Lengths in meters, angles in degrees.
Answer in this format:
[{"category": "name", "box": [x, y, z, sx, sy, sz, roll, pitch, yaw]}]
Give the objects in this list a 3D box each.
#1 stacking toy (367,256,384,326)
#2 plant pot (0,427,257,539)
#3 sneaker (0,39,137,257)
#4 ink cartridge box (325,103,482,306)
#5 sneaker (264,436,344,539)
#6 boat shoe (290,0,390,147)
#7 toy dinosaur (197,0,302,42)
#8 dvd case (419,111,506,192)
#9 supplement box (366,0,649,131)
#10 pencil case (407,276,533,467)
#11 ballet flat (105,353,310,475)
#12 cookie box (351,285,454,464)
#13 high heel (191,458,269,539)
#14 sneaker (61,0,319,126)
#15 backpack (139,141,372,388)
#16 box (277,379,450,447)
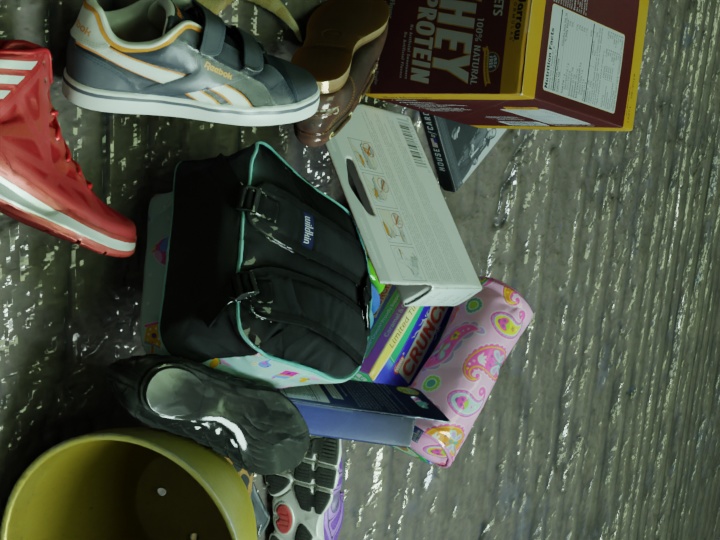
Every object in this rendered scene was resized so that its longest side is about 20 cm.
[{"category": "stacking toy", "box": [0.000, 0.000, 1.088, 0.201, 0.085, 0.086, -61, 143, -25]}, {"category": "plant pot", "box": [-0.163, 0.209, 0.870, 0.142, 0.198, 0.202, -29, 129, -74]}, {"category": "sneaker", "box": [-0.214, -0.088, 0.758, 0.200, 0.078, 0.116, 32, 78, -55]}, {"category": "ink cartridge box", "box": [0.021, -0.063, 1.021, 0.173, 0.043, 0.201, 3, 61, -52]}, {"category": "sneaker", "box": [-0.051, 0.224, 1.122, 0.083, 0.080, 0.202, -42, 143, -60]}, {"category": "boat shoe", "box": [-0.022, -0.182, 0.970, 0.200, 0.070, 0.071, -62, 159, -50]}, {"category": "toy dinosaur", "box": [-0.103, -0.249, 0.886, 0.200, 0.058, 0.102, -5, 124, -62]}, {"category": "dvd case", "box": [0.136, -0.210, 1.239, 0.200, 0.025, 0.151, -51, 138, -30]}, {"category": "supplement box", "box": [0.140, -0.219, 1.064, 0.199, 0.196, 0.134, 6, 92, -48]}, {"category": "pencil case", "box": [0.102, 0.104, 1.133, 0.201, 0.087, 0.088, -57, 141, -21]}, {"category": "ballet flat", "box": [-0.107, 0.106, 0.833, 0.200, 0.057, 0.067, 36, 78, -45]}, {"category": "cookie box", "box": [0.059, 0.087, 1.201, 0.172, 0.075, 0.200, -57, 141, -22]}, {"category": "high heel", "box": [-0.145, 0.261, 0.981, 0.143, 0.071, 0.201, 74, 29, -46]}, {"category": "sneaker", "box": [-0.116, -0.157, 0.806, 0.198, 0.079, 0.080, -1, 123, -28]}, {"category": "backpack", "box": [-0.080, 0.011, 0.894, 0.199, 0.152, 0.177, 23, 60, -50]}, {"category": "box", "box": [-0.030, 0.119, 0.963, 0.198, 0.121, 0.033, 8, 96, -12]}]
